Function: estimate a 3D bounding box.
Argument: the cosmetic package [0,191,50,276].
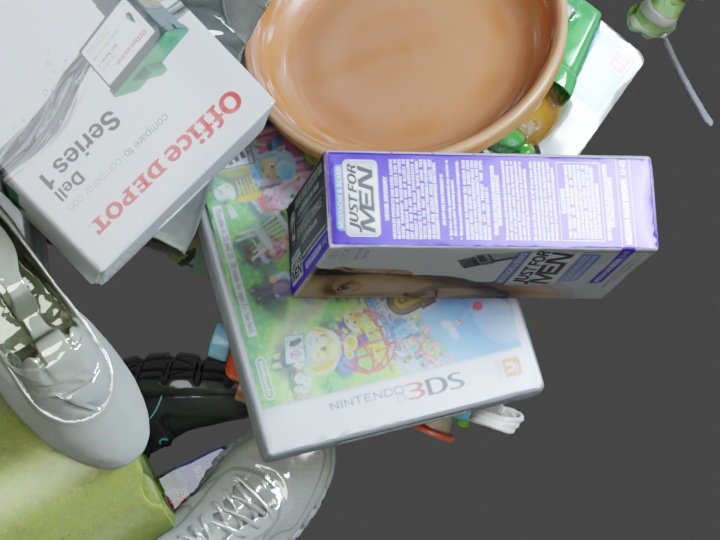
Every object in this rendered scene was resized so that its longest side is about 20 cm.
[{"bbox_3d":[-0.281,-0.050,1.665,0.164,0.200,0.166,-5,89,-5],"label":"cosmetic package"}]

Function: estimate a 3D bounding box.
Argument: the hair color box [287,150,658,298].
[{"bbox_3d":[0.064,-0.025,1.599,0.199,0.109,0.065,2,73,-13],"label":"hair color box"}]

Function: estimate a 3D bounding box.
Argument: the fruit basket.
[{"bbox_3d":[0.058,-0.115,1.732,0.185,0.094,0.200,37,74,-1],"label":"fruit basket"}]

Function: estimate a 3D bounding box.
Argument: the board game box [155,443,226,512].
[{"bbox_3d":[-0.135,0.243,1.738,0.199,0.041,0.201,-26,88,-4],"label":"board game box"}]

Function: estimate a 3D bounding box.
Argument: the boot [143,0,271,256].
[{"bbox_3d":[-0.147,-0.129,1.619,0.181,0.073,0.201,24,89,10],"label":"boot"}]

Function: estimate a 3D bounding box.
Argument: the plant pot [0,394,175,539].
[{"bbox_3d":[-0.220,0.138,1.628,0.184,0.200,0.201,-28,89,-4],"label":"plant pot"}]

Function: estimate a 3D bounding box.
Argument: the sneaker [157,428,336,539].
[{"bbox_3d":[-0.092,0.167,1.686,0.200,0.081,0.075,-44,89,-7],"label":"sneaker"}]

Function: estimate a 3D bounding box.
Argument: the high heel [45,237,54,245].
[{"bbox_3d":[-0.189,-0.116,1.664,0.096,0.067,0.201,-25,79,-24],"label":"high heel"}]

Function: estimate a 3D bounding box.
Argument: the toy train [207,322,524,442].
[{"bbox_3d":[0.001,0.076,1.707,0.199,0.150,0.056,17,107,-2],"label":"toy train"}]

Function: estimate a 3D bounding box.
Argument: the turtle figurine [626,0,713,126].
[{"bbox_3d":[0.231,-0.213,1.766,0.144,0.200,0.194,-34,68,18],"label":"turtle figurine"}]

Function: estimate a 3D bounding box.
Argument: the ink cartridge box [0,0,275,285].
[{"bbox_3d":[-0.166,-0.112,1.535,0.200,0.084,0.146,45,81,-2],"label":"ink cartridge box"}]

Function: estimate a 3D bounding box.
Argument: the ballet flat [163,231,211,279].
[{"bbox_3d":[-0.034,-0.014,1.742,0.199,0.071,0.069,15,88,-2],"label":"ballet flat"}]

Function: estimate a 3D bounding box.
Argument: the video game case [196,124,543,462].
[{"bbox_3d":[0.000,0.000,1.646,0.181,0.022,0.201,-13,77,-17],"label":"video game case"}]

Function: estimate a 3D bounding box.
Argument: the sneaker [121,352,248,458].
[{"bbox_3d":[-0.161,0.098,1.739,0.199,0.075,0.080,-4,101,3],"label":"sneaker"}]

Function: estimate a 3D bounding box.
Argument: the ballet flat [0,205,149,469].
[{"bbox_3d":[-0.189,0.029,1.533,0.069,0.069,0.200,-34,90,-4],"label":"ballet flat"}]

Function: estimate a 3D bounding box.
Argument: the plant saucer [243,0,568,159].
[{"bbox_3d":[0.029,-0.138,1.650,0.199,0.038,0.201,-5,57,9],"label":"plant saucer"}]
